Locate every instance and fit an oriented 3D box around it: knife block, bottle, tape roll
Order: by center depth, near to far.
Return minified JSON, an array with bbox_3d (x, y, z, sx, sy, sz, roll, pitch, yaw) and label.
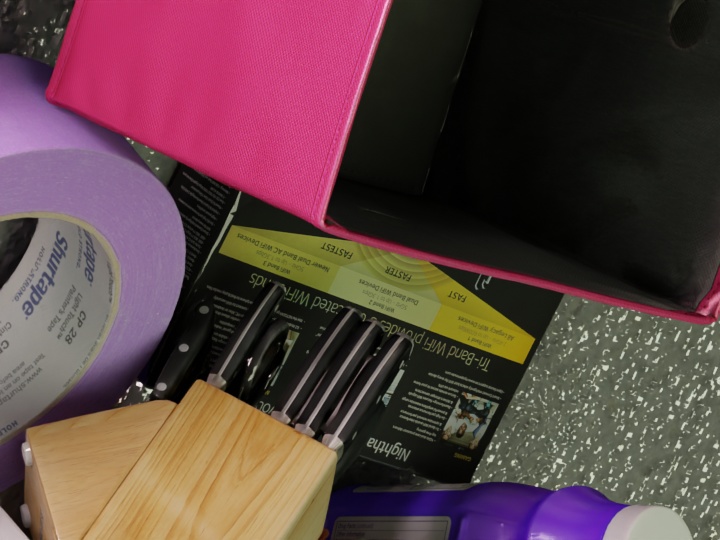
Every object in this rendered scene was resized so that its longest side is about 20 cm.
[{"bbox_3d":[-0.171,0.010,1.165,0.200,0.066,0.200,-27,144,-21],"label":"tape roll"},{"bbox_3d":[-0.045,0.103,1.189,0.175,0.200,0.064,-11,145,-14],"label":"knife block"},{"bbox_3d":[0.065,0.132,1.331,0.084,0.200,0.065,24,71,-39],"label":"bottle"}]

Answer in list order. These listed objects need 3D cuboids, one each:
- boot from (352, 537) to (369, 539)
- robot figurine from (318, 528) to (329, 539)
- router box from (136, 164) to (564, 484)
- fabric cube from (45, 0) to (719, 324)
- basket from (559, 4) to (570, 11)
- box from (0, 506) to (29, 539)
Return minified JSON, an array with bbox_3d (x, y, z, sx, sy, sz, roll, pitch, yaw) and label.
[{"bbox_3d":[-0.017,0.160,1.246,0.200,0.074,0.096,18,58,-13],"label":"boot"},{"bbox_3d":[-0.094,0.189,1.307,0.200,0.117,0.144,-32,108,-16],"label":"robot figurine"},{"bbox_3d":[0.000,0.000,1.323,0.200,0.052,0.157,21,98,-38],"label":"router box"},{"bbox_3d":[0.034,-0.112,1.091,0.196,0.199,0.200,13,97,-36],"label":"fabric cube"},{"bbox_3d":[0.142,-0.180,1.276,0.143,0.149,0.200,30,91,-39],"label":"basket"},{"bbox_3d":[-0.172,0.210,1.138,0.106,0.152,0.200,-7,112,-26],"label":"box"}]
